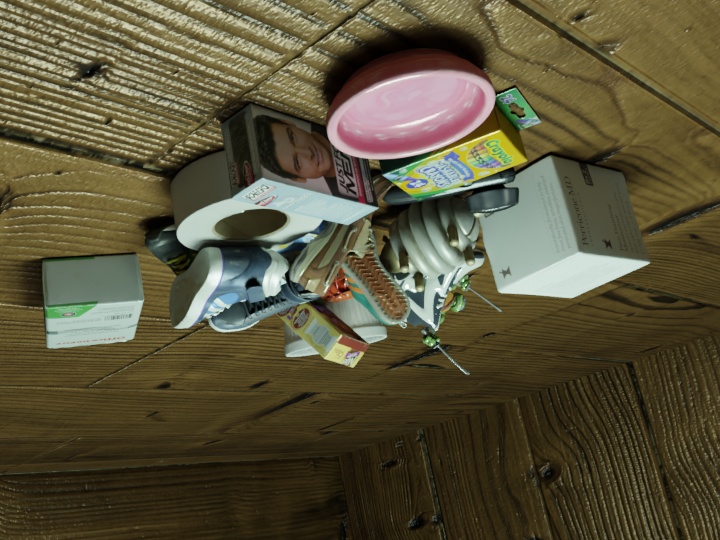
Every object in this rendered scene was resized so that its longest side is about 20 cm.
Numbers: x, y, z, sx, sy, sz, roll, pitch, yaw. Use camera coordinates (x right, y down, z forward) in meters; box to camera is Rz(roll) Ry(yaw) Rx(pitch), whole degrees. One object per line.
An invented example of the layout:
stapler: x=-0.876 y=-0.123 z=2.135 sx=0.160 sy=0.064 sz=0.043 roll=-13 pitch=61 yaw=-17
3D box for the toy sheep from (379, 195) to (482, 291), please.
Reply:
toy sheep: x=0.117 y=-0.052 z=1.378 sx=0.200 sy=0.138 sz=0.138 roll=-24 pitch=158 yaw=18

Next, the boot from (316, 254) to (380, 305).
boot: x=-0.017 y=0.022 z=1.505 sx=0.107 sy=0.075 sz=0.200 roll=-24 pitch=-178 yaw=-20

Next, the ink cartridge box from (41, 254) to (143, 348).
ink cartridge box: x=-0.432 y=0.052 z=1.422 sx=0.146 sy=0.083 sz=0.200 roll=-4 pitch=159 yaw=-22

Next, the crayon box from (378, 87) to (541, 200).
crayon box: x=0.137 y=-0.163 z=1.188 sx=0.200 sy=0.052 sz=0.126 roll=-20 pitch=160 yaw=22

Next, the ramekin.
ramekin: x=-0.055 y=0.095 z=1.705 sx=0.200 sy=0.105 sz=0.200 roll=-11 pitch=170 yaw=-2

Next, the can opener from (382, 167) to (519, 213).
can opener: x=0.129 y=-0.121 z=1.296 sx=0.200 sy=0.079 sz=0.063 roll=-5 pitch=170 yaw=8

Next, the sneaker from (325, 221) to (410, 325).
sneaker: x=0.000 y=0.000 z=1.382 sx=0.071 sy=0.200 sz=0.080 roll=-30 pitch=-179 yaw=-22

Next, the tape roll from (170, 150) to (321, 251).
tape roll: x=-0.151 y=-0.091 z=1.195 sx=0.202 sy=0.071 sz=0.202 roll=-10 pitch=161 yaw=-3

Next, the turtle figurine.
turtle figurine: x=0.151 y=0.071 z=1.710 sx=0.194 sy=0.200 sz=0.144 roll=12 pitch=136 yaw=-32

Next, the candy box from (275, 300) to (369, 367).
candy box: x=-0.089 y=0.082 z=1.552 sx=0.057 sy=0.200 sz=0.117 roll=-54 pitch=153 yaw=3

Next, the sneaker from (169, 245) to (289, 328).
sneaker: x=-0.183 y=0.030 z=1.291 sx=0.146 sy=0.081 sz=0.200 roll=4 pitch=151 yaw=-30

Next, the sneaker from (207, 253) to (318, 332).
sneaker: x=-0.137 y=0.032 z=1.396 sx=0.202 sy=0.077 sz=0.146 roll=-22 pitch=177 yaw=-23

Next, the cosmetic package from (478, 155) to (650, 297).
cosmetic package: x=0.319 y=-0.063 z=1.411 sx=0.200 sy=0.165 sz=0.165 roll=4 pitch=156 yaw=-42

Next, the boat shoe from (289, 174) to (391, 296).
boat shoe: x=-0.017 y=-0.048 z=1.269 sx=0.200 sy=0.072 sz=0.076 roll=-50 pitch=177 yaw=-3

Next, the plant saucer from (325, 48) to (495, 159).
plant saucer: x=0.055 y=-0.197 z=1.041 sx=0.200 sy=0.051 sz=0.201 roll=-10 pitch=162 yaw=-3

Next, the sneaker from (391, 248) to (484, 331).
sneaker: x=0.143 y=0.043 z=1.624 sx=0.199 sy=0.130 sz=0.079 roll=-22 pitch=-162 yaw=-4

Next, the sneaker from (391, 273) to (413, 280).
sneaker: x=0.124 y=-0.045 z=1.523 sx=0.080 sy=0.078 sz=0.200 roll=-19 pitch=176 yaw=-38

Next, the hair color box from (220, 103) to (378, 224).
hair color box: x=-0.071 y=-0.126 z=1.095 sx=0.061 sy=0.099 sz=0.200 roll=-26 pitch=157 yaw=38

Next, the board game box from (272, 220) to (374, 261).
board game box: x=-0.089 y=-0.041 z=1.433 sx=0.135 sy=0.035 sz=0.200 roll=-26 pitch=157 yaw=37

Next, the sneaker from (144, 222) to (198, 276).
sneaker: x=-0.251 y=-0.013 z=1.340 sx=0.074 sy=0.085 sz=0.200 roll=-19 pitch=160 yaw=18
